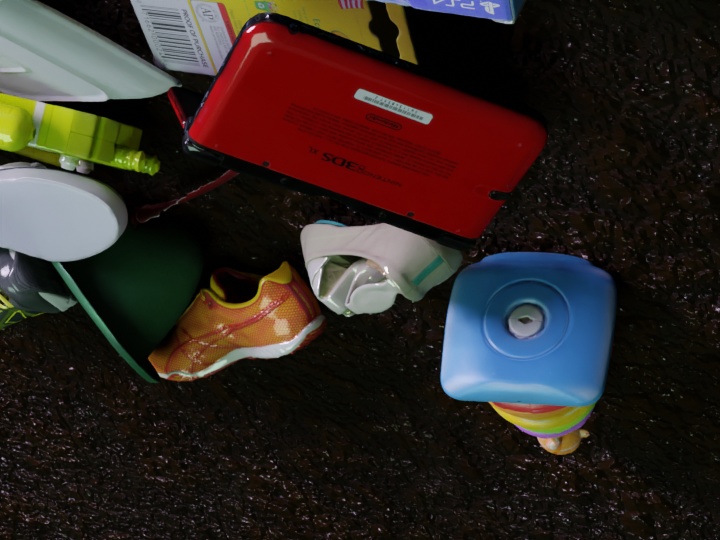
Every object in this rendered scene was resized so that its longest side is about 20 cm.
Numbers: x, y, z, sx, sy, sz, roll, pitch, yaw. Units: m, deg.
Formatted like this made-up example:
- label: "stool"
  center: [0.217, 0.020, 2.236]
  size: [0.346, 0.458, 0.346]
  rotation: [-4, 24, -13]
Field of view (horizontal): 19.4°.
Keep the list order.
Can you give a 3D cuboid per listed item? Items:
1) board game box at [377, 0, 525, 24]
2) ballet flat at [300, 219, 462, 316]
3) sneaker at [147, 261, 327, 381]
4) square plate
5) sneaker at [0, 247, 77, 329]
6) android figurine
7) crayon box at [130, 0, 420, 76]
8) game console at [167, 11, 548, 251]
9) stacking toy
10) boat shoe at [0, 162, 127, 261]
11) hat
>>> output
- label: "board game box"
  center: [0.013, -0.247, 1.125]
  size: [0.159, 0.097, 0.200]
  rotation: [12, 143, 23]
- label: "ballet flat"
  center: [0.000, 0.000, 1.445]
  size: [0.069, 0.070, 0.200]
  rotation: [40, 162, -17]
- label: "sneaker"
  center: [-0.104, 0.035, 1.630]
  size: [0.200, 0.073, 0.077]
  rotation: [-20, 102, 44]
- label: "square plate"
  center: [-0.249, -0.155, 1.402]
  size: [0.200, 0.029, 0.198]
  rotation: [27, 167, -36]
- label: "sneaker"
  center: [-0.271, 0.017, 1.617]
  size: [0.075, 0.085, 0.200]
  rotation: [53, 173, -5]
- label: "android figurine"
  center: [-0.240, -0.101, 1.484]
  size: [0.199, 0.041, 0.182]
  rotation: [15, 180, 4]
- label: "crayon box"
  center: [-0.050, -0.174, 1.310]
  size: [0.199, 0.051, 0.127]
  rotation: [11, 143, 25]
- label: "game console"
  center: [-0.005, -0.101, 1.315]
  size: [0.199, 0.119, 0.173]
  rotation: [18, 134, -17]
- label: "stacking toy"
  center: [0.133, 0.080, 1.491]
  size: [0.115, 0.110, 0.200]
  rotation: [2, 152, 16]
- label: "boat shoe"
  center: [-0.250, -0.052, 1.523]
  size: [0.199, 0.070, 0.071]
  rotation: [-2, 123, 26]
- label: "hat"
  center: [-0.136, -0.028, 1.596]
  size: [0.166, 0.176, 0.200]
  rotation: [53, 178, -33]
